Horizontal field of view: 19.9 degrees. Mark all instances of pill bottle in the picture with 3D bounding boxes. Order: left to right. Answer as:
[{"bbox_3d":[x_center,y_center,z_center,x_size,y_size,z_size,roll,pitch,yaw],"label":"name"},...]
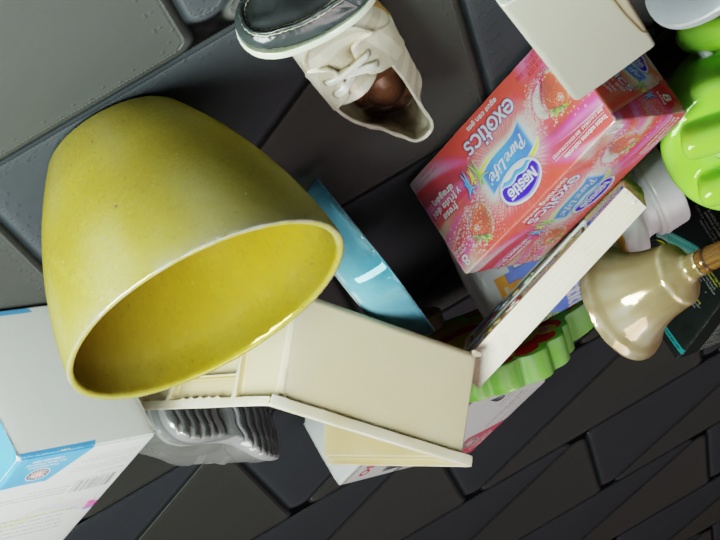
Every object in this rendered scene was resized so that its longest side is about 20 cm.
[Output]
[{"bbox_3d":[0.185,-0.032,1.809,0.199,0.112,0.112,-29,159,-3],"label":"pill bottle"}]

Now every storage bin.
[{"bbox_3d":[-0.043,0.088,1.615,0.199,0.094,0.198,19,164,-36],"label":"storage bin"}]

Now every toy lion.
[{"bbox_3d":[0.133,0.063,1.876,0.199,0.069,0.192,-23,-164,-20],"label":"toy lion"}]

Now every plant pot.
[{"bbox_3d":[-0.131,-0.029,1.350,0.199,0.142,0.200,-26,159,-11],"label":"plant pot"}]

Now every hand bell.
[{"bbox_3d":[0.286,-0.010,1.673,0.200,0.105,0.104,-29,164,39],"label":"hand bell"}]

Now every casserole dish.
[{"bbox_3d":[0.000,0.000,1.614,0.039,0.121,0.200,-39,160,-1],"label":"casserole dish"}]

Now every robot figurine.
[{"bbox_3d":[0.305,-0.121,1.683,0.115,0.176,0.200,-20,-163,17],"label":"robot figurine"}]

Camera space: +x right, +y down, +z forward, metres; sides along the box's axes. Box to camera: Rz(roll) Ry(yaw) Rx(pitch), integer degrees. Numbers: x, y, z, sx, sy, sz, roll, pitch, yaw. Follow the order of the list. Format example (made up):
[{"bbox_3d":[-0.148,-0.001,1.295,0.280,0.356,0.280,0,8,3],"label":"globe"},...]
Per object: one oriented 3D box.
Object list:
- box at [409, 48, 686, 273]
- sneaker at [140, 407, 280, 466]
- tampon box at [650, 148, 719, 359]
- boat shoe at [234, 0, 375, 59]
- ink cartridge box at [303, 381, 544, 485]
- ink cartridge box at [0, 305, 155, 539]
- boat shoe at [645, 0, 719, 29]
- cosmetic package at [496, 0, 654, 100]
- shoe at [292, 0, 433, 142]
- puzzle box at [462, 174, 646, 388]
[{"bbox_3d":[0.148,-0.096,1.636,0.102,0.095,0.200,-9,151,-47],"label":"box"},{"bbox_3d":[-0.144,0.139,1.839,0.082,0.075,0.200,-24,157,26],"label":"sneaker"},{"bbox_3d":[0.347,-0.039,1.953,0.126,0.150,0.200,-19,157,-25],"label":"tampon box"},{"bbox_3d":[0.000,-0.205,1.226,0.199,0.075,0.066,-33,157,4],"label":"boat shoe"},{"bbox_3d":[0.064,0.129,2.050,0.199,0.085,0.146,-7,149,-43],"label":"ink cartridge box"},{"bbox_3d":[-0.274,0.135,1.552,0.128,0.126,0.200,-7,149,-45],"label":"ink cartridge box"},{"bbox_3d":[0.300,-0.251,1.532,0.200,0.069,0.057,-43,156,24],"label":"boat shoe"},{"bbox_3d":[0.123,-0.199,1.364,0.073,0.104,0.200,-35,160,10],"label":"cosmetic package"},{"bbox_3d":[0.006,-0.137,1.413,0.070,0.054,0.200,-34,159,9],"label":"shoe"},{"bbox_3d":[0.156,0.005,1.677,0.200,0.025,0.133,-48,-178,10],"label":"puzzle box"}]
